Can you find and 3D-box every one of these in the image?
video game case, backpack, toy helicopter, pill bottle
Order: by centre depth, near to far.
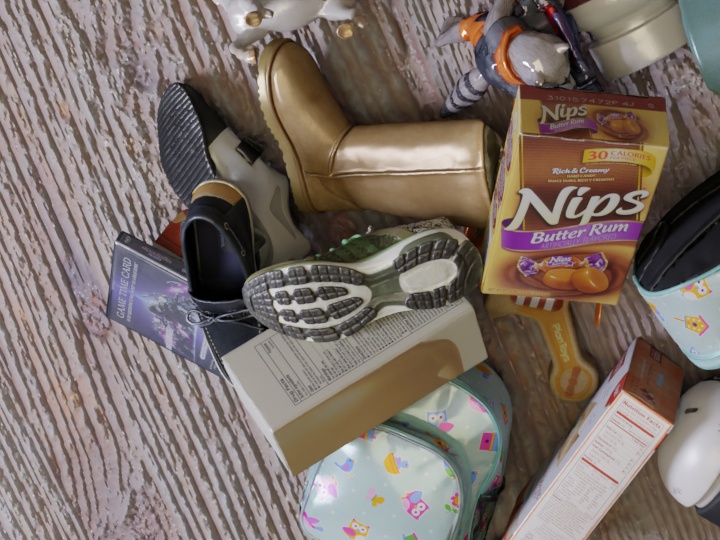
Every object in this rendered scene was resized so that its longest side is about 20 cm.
[{"bbox_3d":[0.191,-0.262,1.432,0.109,0.110,0.201,-26,99,20],"label":"pill bottle"},{"bbox_3d":[0.326,-0.009,1.433,0.199,0.176,0.154,-27,110,14],"label":"backpack"},{"bbox_3d":[0.175,0.025,1.560,0.131,0.079,0.201,-17,113,9],"label":"toy helicopter"},{"bbox_3d":[0.043,0.166,1.587,0.175,0.153,0.202,21,104,12],"label":"backpack"},{"bbox_3d":[-0.138,0.050,1.619,0.199,0.019,0.143,29,149,5],"label":"video game case"}]

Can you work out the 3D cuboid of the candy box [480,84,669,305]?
[{"bbox_3d":[0.165,-0.056,1.405,0.116,0.057,0.201,5,141,-2],"label":"candy box"}]

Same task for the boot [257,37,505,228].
[{"bbox_3d":[0.023,-0.119,1.511,0.199,0.066,0.176,4,128,33],"label":"boot"}]

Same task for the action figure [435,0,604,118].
[{"bbox_3d":[0.135,-0.146,1.437,0.104,0.193,0.201,-30,92,-9],"label":"action figure"}]

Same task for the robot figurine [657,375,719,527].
[{"bbox_3d":[0.352,0.171,1.522,0.199,0.125,0.151,27,110,0],"label":"robot figurine"}]

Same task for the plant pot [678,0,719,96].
[{"bbox_3d":[0.361,-0.209,1.373,0.195,0.200,0.201,-19,102,27],"label":"plant pot"}]

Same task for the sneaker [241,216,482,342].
[{"bbox_3d":[0.000,0.000,1.481,0.198,0.089,0.077,-11,118,1],"label":"sneaker"}]

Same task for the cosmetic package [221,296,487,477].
[{"bbox_3d":[-0.004,0.074,1.504,0.199,0.105,0.071,-30,137,-9],"label":"cosmetic package"}]

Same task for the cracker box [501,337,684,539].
[{"bbox_3d":[0.201,0.168,1.554,0.057,0.134,0.201,35,111,2],"label":"cracker box"}]

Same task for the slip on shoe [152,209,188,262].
[{"bbox_3d":[-0.092,0.006,1.613,0.199,0.074,0.062,26,87,1],"label":"slip on shoe"}]

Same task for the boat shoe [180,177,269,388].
[{"bbox_3d":[-0.114,0.021,1.512,0.074,0.062,0.201,3,120,18],"label":"boat shoe"}]

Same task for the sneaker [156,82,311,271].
[{"bbox_3d":[-0.112,-0.081,1.594,0.074,0.088,0.201,-42,70,45],"label":"sneaker"}]

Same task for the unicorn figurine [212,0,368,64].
[{"bbox_3d":[-0.073,-0.228,1.511,0.198,0.138,0.074,2,115,-6],"label":"unicorn figurine"}]
